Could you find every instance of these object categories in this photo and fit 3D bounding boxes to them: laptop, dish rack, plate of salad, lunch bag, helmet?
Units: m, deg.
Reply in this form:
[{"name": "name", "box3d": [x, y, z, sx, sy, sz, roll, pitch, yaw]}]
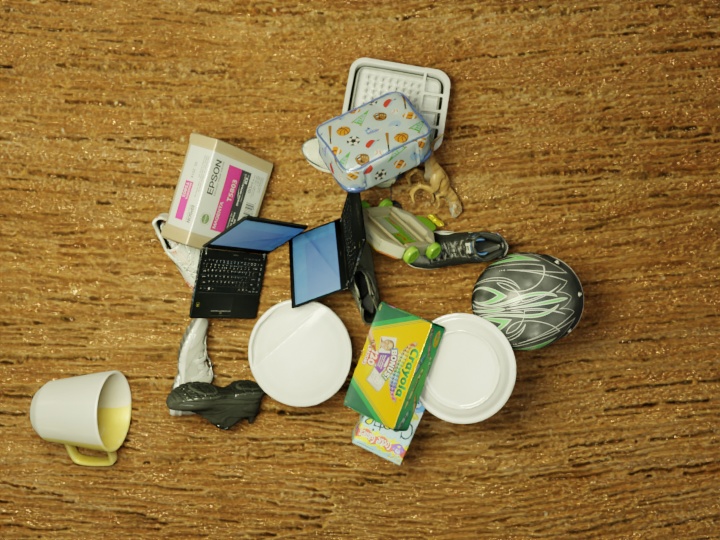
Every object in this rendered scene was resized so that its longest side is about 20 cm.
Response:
[{"name": "laptop", "box3d": [-0.065, -0.058, 1.414, 0.102, 0.201, 0.179, 4, 49, -13]}, {"name": "dish rack", "box3d": [0.067, -0.315, 1.488, 0.197, 0.044, 0.174, 10, 77, -1]}, {"name": "laptop", "box3d": [-0.204, 0.000, 1.421, 0.102, 0.176, 0.203, 14, 94, 35]}, {"name": "plate of salad", "box3d": [0.185, 0.178, 1.410, 0.197, 0.048, 0.203, 1, 93, 14]}, {"name": "lunch bag", "box3d": [0.026, -0.238, 1.392, 0.198, 0.076, 0.161, -25, 54, -12]}, {"name": "helmet", "box3d": [0.308, 0.058, 1.440, 0.197, 0.191, 0.203, 0, 92, 0]}]

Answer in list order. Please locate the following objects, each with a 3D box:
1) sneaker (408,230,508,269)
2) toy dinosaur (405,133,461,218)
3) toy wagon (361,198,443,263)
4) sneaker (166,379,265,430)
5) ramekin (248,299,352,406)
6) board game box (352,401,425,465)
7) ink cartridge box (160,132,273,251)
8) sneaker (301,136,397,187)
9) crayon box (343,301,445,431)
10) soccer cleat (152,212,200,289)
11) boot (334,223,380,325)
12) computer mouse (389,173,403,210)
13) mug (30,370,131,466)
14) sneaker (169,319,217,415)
[{"name": "sneaker", "box3d": [0.184, -0.045, 1.476, 0.197, 0.112, 0.074, -8, 91, 0]}, {"name": "toy dinosaur", "box3d": [0.139, -0.184, 1.480, 0.105, 0.061, 0.201, -18, 132, 15]}, {"name": "toy wagon", "box3d": [0.083, -0.075, 1.449, 0.155, 0.199, 0.040, 45, 123, 28]}, {"name": "sneaker", "box3d": [-0.275, 0.263, 1.469, 0.198, 0.076, 0.092, 5, 105, -32]}, {"name": "ramekin", "box3d": [-0.114, 0.153, 1.489, 0.199, 0.094, 0.205, 0, 92, 0]}, {"name": "board game box", "box3d": [0.070, 0.251, 1.487, 0.102, 0.105, 0.202, 24, 90, 0]}, {"name": "ink cartridge box", "box3d": [-0.265, -0.135, 1.442, 0.074, 0.164, 0.203, 18, 92, 33]}, {"name": "sneaker", "box3d": [-0.025, -0.220, 1.473, 0.198, 0.085, 0.078, 16, 91, 14]}, {"name": "crayon box", "box3d": [0.061, 0.173, 1.394, 0.118, 0.058, 0.202, 20, 90, 34]}, {"name": "soccer cleat", "box3d": [-0.335, -0.025, 1.486, 0.068, 0.085, 0.201, -35, 91, 0]}, {"name": "boot", "box3d": [0.000, 0.000, 1.467, 0.067, 0.131, 0.202, -18, 91, 0]}, {"name": "computer mouse", "box3d": [0.059, -0.170, 1.512, 0.058, 0.034, 0.203, 2, 92, -1]}, {"name": "mug", "box3d": [-0.540, 0.287, 1.469, 0.151, 0.149, 0.189, -1, 85, 7]}, {"name": "sneaker", "box3d": [-0.319, 0.188, 1.510, 0.081, 0.075, 0.203, 11, 97, -16]}]
